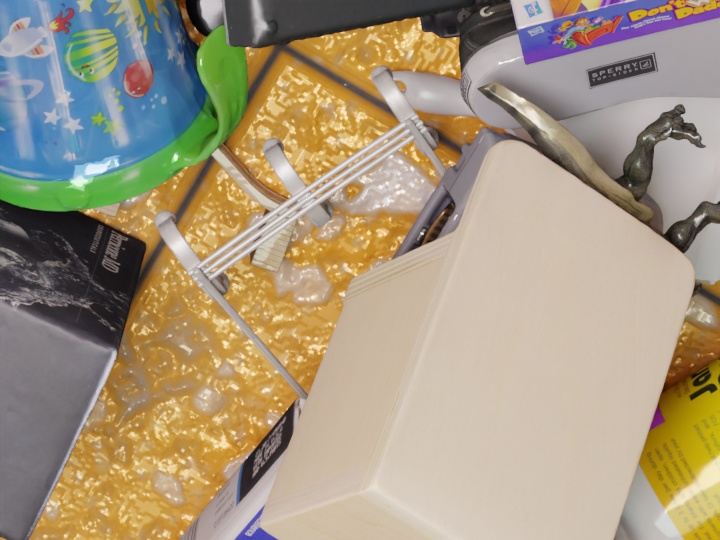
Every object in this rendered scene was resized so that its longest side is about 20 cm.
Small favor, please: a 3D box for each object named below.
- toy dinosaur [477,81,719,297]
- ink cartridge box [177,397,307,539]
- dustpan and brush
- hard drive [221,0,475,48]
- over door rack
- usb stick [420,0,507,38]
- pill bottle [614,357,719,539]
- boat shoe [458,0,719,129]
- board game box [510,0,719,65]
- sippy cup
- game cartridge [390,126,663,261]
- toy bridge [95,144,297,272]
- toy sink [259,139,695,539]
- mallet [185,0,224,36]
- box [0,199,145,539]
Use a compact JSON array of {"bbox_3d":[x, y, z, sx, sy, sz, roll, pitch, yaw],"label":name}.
[{"bbox_3d":[0.139,-0.030,1.335,0.088,0.048,0.200,-27,122,4],"label":"toy dinosaur"},{"bbox_3d":[0.016,0.155,1.426,0.199,0.047,0.198,17,140,-20],"label":"ink cartridge box"},{"bbox_3d":[0.108,-0.076,1.413,0.199,0.057,0.140,8,113,-9],"label":"dustpan and brush"},{"bbox_3d":[-0.012,-0.215,1.287,0.139,0.033,0.201,-14,104,-36],"label":"hard drive"},{"bbox_3d":[0.000,0.000,1.410,0.148,0.067,0.200,-34,126,4],"label":"over door rack"},{"bbox_3d":[0.127,-0.158,1.393,0.199,0.033,0.056,-8,114,2],"label":"usb stick"},{"bbox_3d":[0.197,0.104,1.434,0.200,0.104,0.104,-32,104,9],"label":"pill bottle"},{"bbox_3d":[0.145,-0.122,1.341,0.199,0.057,0.069,-10,137,-2],"label":"boat shoe"},{"bbox_3d":[0.123,-0.213,1.312,0.134,0.045,0.201,-13,69,4],"label":"board game box"},{"bbox_3d":[-0.146,-0.121,1.329,0.177,0.140,0.131,-8,132,2],"label":"sippy cup"},{"bbox_3d":[0.067,0.031,1.393,0.133,0.042,0.200,22,111,-25],"label":"game cartridge"},{"bbox_3d":[-0.126,-0.064,1.424,0.199,0.027,0.067,20,106,-6],"label":"toy bridge"},{"bbox_3d":[0.057,0.060,1.294,0.130,0.112,0.200,33,61,-22],"label":"toy sink"},{"bbox_3d":[-0.079,-0.212,1.359,0.041,0.066,0.201,-10,106,-8],"label":"mallet"},{"bbox_3d":[-0.225,0.019,1.362,0.199,0.197,0.118,25,104,-7],"label":"box"}]
